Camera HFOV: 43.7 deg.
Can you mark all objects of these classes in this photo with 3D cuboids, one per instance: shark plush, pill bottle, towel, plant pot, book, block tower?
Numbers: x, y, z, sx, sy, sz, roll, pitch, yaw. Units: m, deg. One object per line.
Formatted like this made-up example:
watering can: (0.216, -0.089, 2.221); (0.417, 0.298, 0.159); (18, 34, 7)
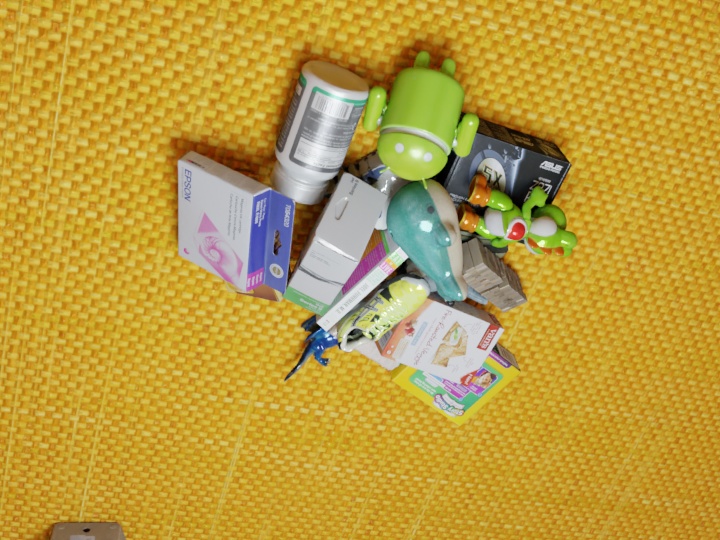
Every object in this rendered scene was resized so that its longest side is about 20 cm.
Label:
shark plush: (0.144, 0.028, 1.579); (0.090, 0.084, 0.199); (-23, 144, 27)
pill bottle: (-0.069, -0.214, 1.410); (0.112, 0.114, 0.202); (14, 119, -18)
towel: (0.042, 0.102, 1.636); (0.133, 0.035, 0.199); (-50, 135, 7)
plant pot: (-0.558, 0.624, 1.815); (0.197, 0.200, 0.180); (4, 111, -12)
book: (0.000, 0.000, 1.545); (0.200, 0.134, 0.048); (-42, 112, 17)
block tower: (0.231, 0.011, 1.598); (0.053, 0.059, 0.200); (-25, 146, 22)

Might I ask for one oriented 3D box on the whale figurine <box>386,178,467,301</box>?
whale figurine: (0.105, -0.041, 1.422); (0.102, 0.159, 0.203); (-19, 93, -11)

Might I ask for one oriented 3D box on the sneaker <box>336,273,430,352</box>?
sneaker: (0.040, 0.077, 1.496); (0.075, 0.077, 0.199); (37, 127, -24)

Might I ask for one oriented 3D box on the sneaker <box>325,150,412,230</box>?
sneaker: (0.043, -0.137, 1.508); (0.197, 0.081, 0.116); (-21, 127, 12)

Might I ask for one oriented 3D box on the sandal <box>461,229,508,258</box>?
sandal: (0.178, -0.057, 1.583); (0.198, 0.058, 0.080); (14, 143, -26)

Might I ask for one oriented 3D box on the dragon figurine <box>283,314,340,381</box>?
dragon figurine: (-0.073, 0.118, 1.651); (0.198, 0.059, 0.100); (-28, 121, 3)

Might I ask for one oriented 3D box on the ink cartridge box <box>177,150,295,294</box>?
ink cartridge box: (-0.203, -0.066, 1.424); (0.198, 0.043, 0.198); (26, 133, 18)

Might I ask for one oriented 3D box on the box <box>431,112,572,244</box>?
box: (0.226, -0.154, 1.519); (0.197, 0.087, 0.165); (15, 118, -19)

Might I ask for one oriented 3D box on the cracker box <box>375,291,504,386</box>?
cracker box: (0.142, 0.116, 1.616); (0.198, 0.058, 0.135); (21, 110, -26)

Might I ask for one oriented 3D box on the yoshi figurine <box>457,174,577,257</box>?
yoshi figurine: (0.261, -0.086, 1.477); (0.197, 0.112, 0.113); (22, 77, -6)

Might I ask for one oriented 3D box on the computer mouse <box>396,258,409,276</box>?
computer mouse: (0.072, 0.025, 1.642); (0.058, 0.034, 0.200); (21, 123, -40)

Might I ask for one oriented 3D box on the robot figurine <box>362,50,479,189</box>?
robot figurine: (0.093, -0.230, 1.386); (0.173, 0.116, 0.203); (17, 78, 1)

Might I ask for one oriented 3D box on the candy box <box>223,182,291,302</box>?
candy box: (-0.187, -0.050, 1.494); (0.115, 0.057, 0.202); (10, 130, 29)

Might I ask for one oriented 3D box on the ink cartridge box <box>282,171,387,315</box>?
ink cartridge box: (-0.044, -0.039, 1.452); (0.083, 0.147, 0.200); (27, 148, -6)

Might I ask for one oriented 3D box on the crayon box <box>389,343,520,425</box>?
crayon box: (0.182, 0.189, 1.744); (0.199, 0.059, 0.172); (36, 111, -28)
